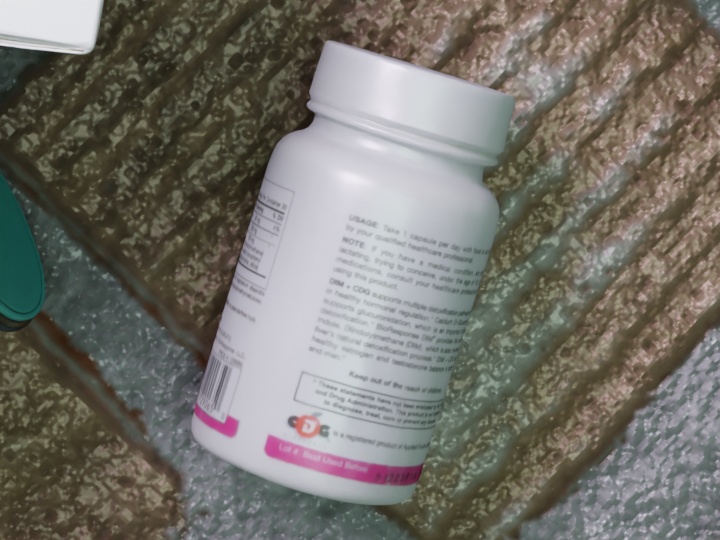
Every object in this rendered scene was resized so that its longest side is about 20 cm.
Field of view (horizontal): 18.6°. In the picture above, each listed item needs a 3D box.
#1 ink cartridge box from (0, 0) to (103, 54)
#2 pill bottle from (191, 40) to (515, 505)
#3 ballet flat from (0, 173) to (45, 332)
[{"bbox_3d":[-0.149,-0.174,0.940,0.084,0.200,0.145,8,98,-12],"label":"ink cartridge box"},{"bbox_3d":[0.000,0.000,1.041,0.113,0.113,0.200,16,97,-13],"label":"pill bottle"},{"bbox_3d":[-0.217,-0.057,1.021,0.073,0.073,0.200,-28,107,-5],"label":"ballet flat"}]
